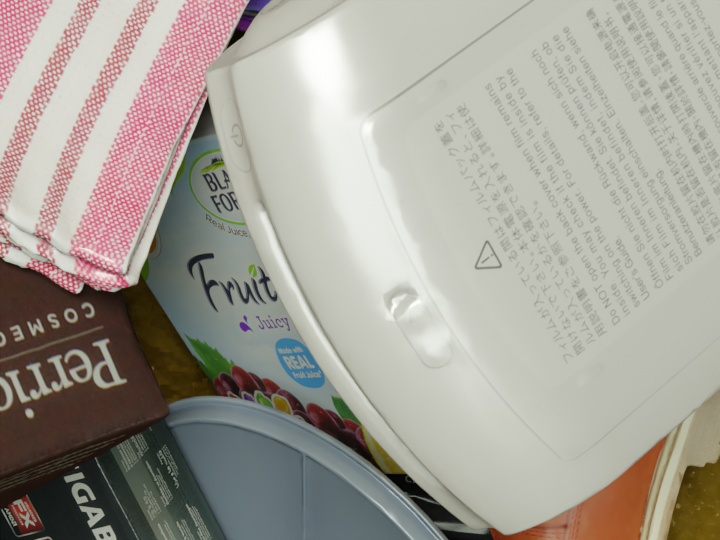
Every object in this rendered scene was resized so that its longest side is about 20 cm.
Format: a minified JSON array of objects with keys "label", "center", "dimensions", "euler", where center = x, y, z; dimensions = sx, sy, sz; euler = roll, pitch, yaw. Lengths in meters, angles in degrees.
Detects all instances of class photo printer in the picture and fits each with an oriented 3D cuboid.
[{"label":"photo printer","center":[0.061,-0.036,0.614],"dimensions":[0.200,0.069,0.167],"euler":[-38,106,-25]}]

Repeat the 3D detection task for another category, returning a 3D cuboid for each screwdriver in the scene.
[{"label":"screwdriver","center":[-0.031,0.074,0.840],"dimensions":[0.199,0.028,0.029],"euler":[18,76,-6]}]

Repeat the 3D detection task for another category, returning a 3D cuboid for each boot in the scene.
[{"label":"boot","center":[0.068,0.090,0.812],"dimensions":[0.107,0.075,0.201],"euler":[19,87,-3]}]

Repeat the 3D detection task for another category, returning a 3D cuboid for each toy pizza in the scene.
[{"label":"toy pizza","center":[-0.012,0.128,0.806],"dimensions":[0.200,0.032,0.201],"euler":[26,135,29]}]

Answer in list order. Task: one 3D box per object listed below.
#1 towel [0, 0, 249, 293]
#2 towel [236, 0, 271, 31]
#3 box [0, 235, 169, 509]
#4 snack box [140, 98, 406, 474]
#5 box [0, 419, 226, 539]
[{"label":"towel","center":[-0.124,-0.099,0.620],"dimensions":[0.200,0.030,0.147],"euler":[31,66,-23]},{"label":"towel","center":[-0.019,-0.149,0.713],"dimensions":[0.199,0.023,0.144],"euler":[6,88,-27]},{"label":"box","center":[-0.197,-0.002,0.669],"dimensions":[0.164,0.166,0.201],"euler":[-30,82,48]},{"label":"snack box","center":[0.000,0.000,0.735],"dimensions":[0.053,0.200,0.142],"euler":[-39,107,-31]},{"label":"box","center":[-0.114,0.141,0.821],"dimensions":[0.159,0.046,0.200],"euler":[-15,109,31]}]
